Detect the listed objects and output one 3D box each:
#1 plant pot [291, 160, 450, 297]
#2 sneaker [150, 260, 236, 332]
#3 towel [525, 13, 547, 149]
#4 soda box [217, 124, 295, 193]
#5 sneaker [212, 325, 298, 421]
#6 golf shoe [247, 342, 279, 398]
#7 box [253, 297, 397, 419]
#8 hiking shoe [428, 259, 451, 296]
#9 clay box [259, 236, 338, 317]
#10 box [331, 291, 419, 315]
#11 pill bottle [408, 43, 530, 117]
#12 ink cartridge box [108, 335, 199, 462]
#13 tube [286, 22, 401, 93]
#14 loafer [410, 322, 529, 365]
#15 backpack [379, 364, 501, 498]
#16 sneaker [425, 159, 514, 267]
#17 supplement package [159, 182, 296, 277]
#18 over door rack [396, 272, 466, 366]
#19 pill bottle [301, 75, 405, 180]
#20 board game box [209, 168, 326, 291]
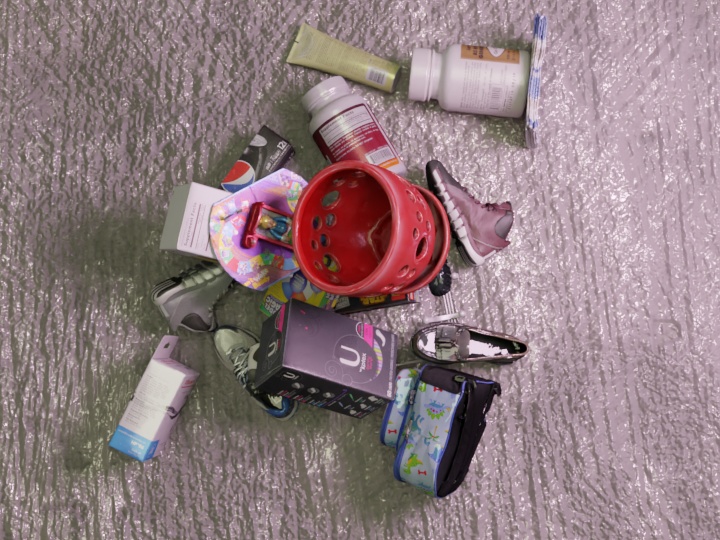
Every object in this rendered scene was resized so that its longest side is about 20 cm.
[{"bbox_3d":[0.022,-0.055,1.431,0.200,0.182,0.201,-4,83,33],"label":"plant pot"},{"bbox_3d":[-0.254,0.043,1.626,0.200,0.075,0.116,-26,111,-15],"label":"sneaker"},{"bbox_3d":[0.299,-0.316,1.590,0.024,0.147,0.201,5,84,11],"label":"towel"},{"bbox_3d":[-0.198,-0.150,1.630,0.063,0.071,0.200,35,87,3],"label":"soda box"},{"bbox_3d":[-0.179,0.170,1.594,0.077,0.085,0.200,-43,84,-2],"label":"sneaker"},{"bbox_3d":[-0.101,0.163,1.561,0.078,0.200,0.095,-32,59,37],"label":"golf shoe"},{"bbox_3d":[-0.053,0.143,1.485,0.200,0.106,0.122,20,55,-24],"label":"box"},{"bbox_3d":[0.095,-0.027,1.587,0.087,0.074,0.200,-24,49,9],"label":"hiking shoe"},{"bbox_3d":[-0.093,0.031,1.580,0.115,0.048,0.200,33,102,34],"label":"clay box"},{"bbox_3d":[0.000,0.000,1.574,0.200,0.040,0.137,-12,79,33],"label":"box"},{"bbox_3d":[0.185,-0.329,1.611,0.199,0.114,0.115,6,85,3],"label":"pill bottle"},{"bbox_3d":[-0.336,0.213,1.580,0.068,0.116,0.200,26,87,3],"label":"ink cartridge box"},{"bbox_3d":[-0.027,-0.373,1.660,0.200,0.052,0.058,21,44,7],"label":"tube"},{"bbox_3d":[0.184,0.120,1.551,0.200,0.063,0.072,5,79,-18],"label":"loafer"},{"bbox_3d":[0.120,0.258,1.533,0.147,0.183,0.200,15,89,26],"label":"backpack"},{"bbox_3d":[0.197,-0.116,1.620,0.115,0.076,0.200,-26,95,-5],"label":"sneaker"},{"bbox_3d":[-0.209,-0.064,1.528,0.200,0.114,0.110,14,85,-25],"label":"supplement package"},{"bbox_3d":[0.084,0.092,1.601,0.199,0.067,0.148,-11,84,1],"label":"over door rack"},{"bbox_3d":[-0.016,-0.227,1.611,0.113,0.113,0.200,-30,84,-1],"label":"pill bottle"},{"bbox_3d":[-0.135,-0.064,1.478,0.200,0.039,0.158,-30,103,-23],"label":"board game box"}]
